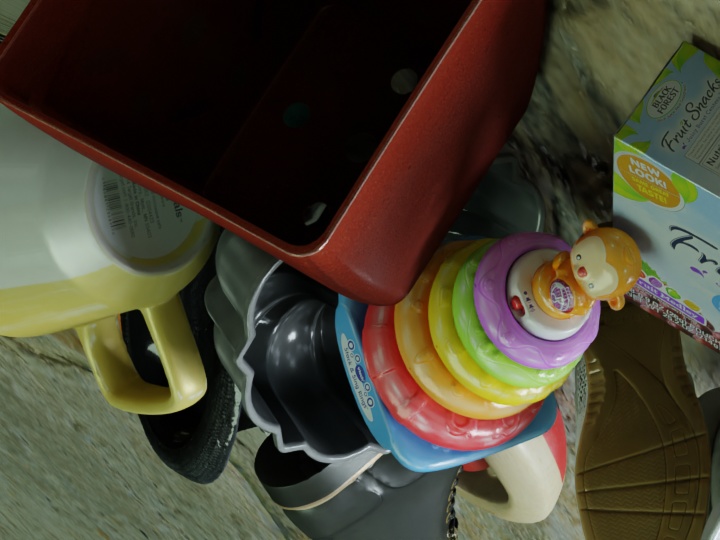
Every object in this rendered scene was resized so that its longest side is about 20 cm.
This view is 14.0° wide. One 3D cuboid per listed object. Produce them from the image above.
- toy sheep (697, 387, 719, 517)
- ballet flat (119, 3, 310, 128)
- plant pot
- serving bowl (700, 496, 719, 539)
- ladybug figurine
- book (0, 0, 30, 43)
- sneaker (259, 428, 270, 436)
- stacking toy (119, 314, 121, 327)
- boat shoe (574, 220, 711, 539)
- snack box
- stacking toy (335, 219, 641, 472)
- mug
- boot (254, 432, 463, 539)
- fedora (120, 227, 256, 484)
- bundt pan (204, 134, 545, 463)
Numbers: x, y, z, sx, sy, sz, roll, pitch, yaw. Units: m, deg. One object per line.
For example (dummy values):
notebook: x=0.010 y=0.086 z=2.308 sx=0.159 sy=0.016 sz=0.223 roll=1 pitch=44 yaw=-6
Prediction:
toy sheep: x=0.210 y=0.127 z=1.599 sx=0.200 sy=0.138 sz=0.138 roll=-12 pitch=134 yaw=30
ballet flat: x=-0.091 y=-0.102 z=1.534 sx=0.070 sy=0.067 sz=0.200 roll=14 pitch=171 yaw=35
plant pot: x=-0.025 y=-0.094 z=1.415 sx=0.200 sy=0.200 sz=0.176 roll=28 pitch=168 yaw=25
serving bowl: x=0.265 y=0.148 z=1.503 sx=0.200 sy=0.200 sz=0.066 roll=45 pitch=-165 yaw=-22
ladybug figurine: x=0.068 y=0.080 z=1.818 sx=0.136 sy=0.072 sz=0.200 roll=24 pitch=158 yaw=38
book: x=-0.187 y=-0.154 z=1.658 sx=0.134 sy=0.048 sz=0.200 roll=34 pitch=-173 yaw=35
sneaker: x=0.007 y=0.102 z=1.984 sx=0.115 sy=0.076 sz=0.200 roll=36 pitch=161 yaw=-6
stacking toy: x=-0.111 y=-0.053 z=1.802 sx=0.146 sy=0.146 sz=0.200 roll=37 pitch=143 yaw=1
boat shoe: x=0.147 y=0.077 z=1.544 sx=0.071 sy=0.200 sz=0.069 roll=-3 pitch=165 yaw=6
snack box: x=0.216 y=0.001 z=1.376 sx=0.200 sy=0.068 sz=0.169 roll=30 pitch=160 yaw=17
stacking toy: x=0.080 y=0.021 z=1.459 sx=0.200 sy=0.110 sz=0.116 roll=-31 pitch=76 yaw=59
mug: x=-0.139 y=-0.028 z=1.620 sx=0.186 sy=0.150 sz=0.153 roll=38 pitch=159 yaw=-28
boot: x=0.051 y=0.106 z=1.723 sx=0.138 sy=0.200 sz=0.078 roll=59 pitch=-177 yaw=-38
fedora: x=-0.071 y=0.022 z=1.714 sx=0.200 sy=0.091 sz=0.201 roll=19 pitch=112 yaw=61
bundt pan: x=0.000 y=0.000 z=1.586 sx=0.076 sy=0.202 sz=0.202 roll=43 pitch=169 yaw=41
